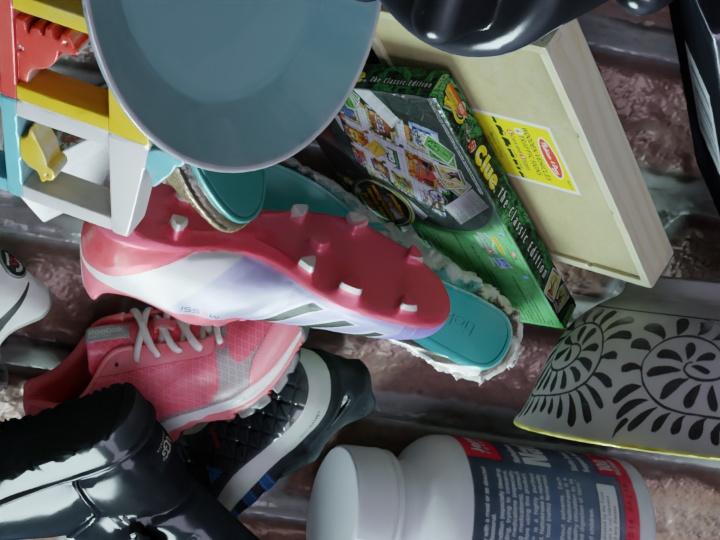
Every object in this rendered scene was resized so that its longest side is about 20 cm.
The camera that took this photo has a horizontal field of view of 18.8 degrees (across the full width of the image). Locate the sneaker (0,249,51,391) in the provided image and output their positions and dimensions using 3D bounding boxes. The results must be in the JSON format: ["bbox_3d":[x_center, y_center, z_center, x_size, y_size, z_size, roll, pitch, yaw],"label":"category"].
[{"bbox_3d":[-0.251,0.064,1.243,0.088,0.074,0.200,29,123,-31],"label":"sneaker"}]

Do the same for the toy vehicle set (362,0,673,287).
[{"bbox_3d":[0.083,-0.073,1.151,0.124,0.027,0.200,18,154,35],"label":"toy vehicle set"}]

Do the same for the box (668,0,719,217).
[{"bbox_3d":[0.275,-0.115,1.149,0.198,0.123,0.200,-17,135,3],"label":"box"}]

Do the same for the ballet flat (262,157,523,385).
[{"bbox_3d":[0.000,0.000,1.222,0.200,0.072,0.072,34,124,-3],"label":"ballet flat"}]

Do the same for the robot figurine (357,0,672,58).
[{"bbox_3d":[0.075,-0.174,1.003,0.125,0.200,0.150,-23,96,44],"label":"robot figurine"}]

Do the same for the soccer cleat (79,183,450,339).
[{"bbox_3d":[-0.052,0.004,1.169,0.200,0.067,0.077,15,135,-8],"label":"soccer cleat"}]

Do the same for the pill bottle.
[{"bbox_3d":[0.074,0.166,1.382,0.200,0.120,0.120,9,131,-21],"label":"pill bottle"}]

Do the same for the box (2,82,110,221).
[{"bbox_3d":[-0.095,-0.090,1.150,0.200,0.039,0.041,-26,135,13],"label":"box"}]

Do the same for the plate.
[{"bbox_3d":[-0.063,-0.146,1.030,0.026,0.200,0.200,8,151,41],"label":"plate"}]

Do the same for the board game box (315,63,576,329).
[{"bbox_3d":[0.040,-0.041,1.200,0.105,0.023,0.200,8,147,34],"label":"board game box"}]

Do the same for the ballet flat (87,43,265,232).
[{"bbox_3d":[-0.108,-0.109,1.089,0.065,0.071,0.200,-5,115,33],"label":"ballet flat"}]

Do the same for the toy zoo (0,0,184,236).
[{"bbox_3d":[-0.171,-0.091,1.071,0.200,0.020,0.131,19,135,15],"label":"toy zoo"}]

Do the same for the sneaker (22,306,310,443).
[{"bbox_3d":[-0.114,0.052,1.262,0.200,0.074,0.087,-35,130,21],"label":"sneaker"}]

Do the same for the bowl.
[{"bbox_3d":[0.190,0.052,1.233,0.200,0.201,0.094,5,91,-16],"label":"bowl"}]

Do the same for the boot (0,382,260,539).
[{"bbox_3d":[-0.163,0.161,1.278,0.200,0.076,0.168,-19,121,24],"label":"boot"}]

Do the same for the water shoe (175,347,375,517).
[{"bbox_3d":[-0.067,0.117,1.336,0.079,0.072,0.200,5,147,-43],"label":"water shoe"}]
